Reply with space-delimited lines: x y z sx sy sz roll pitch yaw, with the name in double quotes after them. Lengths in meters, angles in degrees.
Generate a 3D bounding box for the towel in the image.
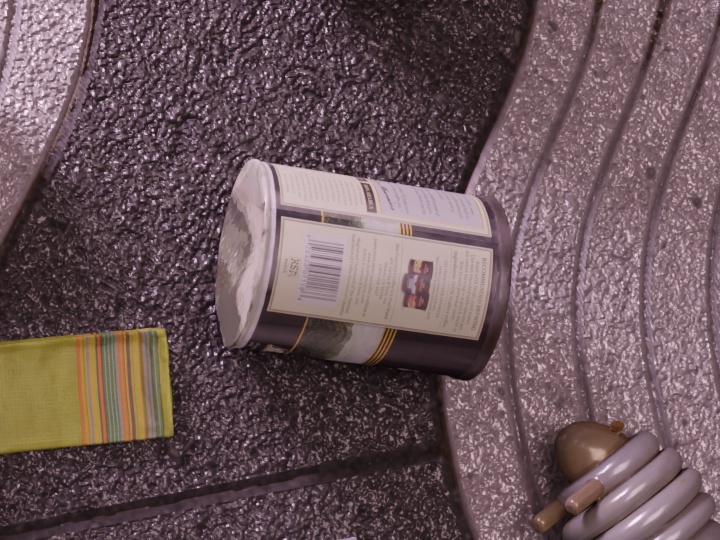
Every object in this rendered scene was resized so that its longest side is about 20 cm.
-0.240 0.094 1.448 0.198 0.018 0.087 -5 81 -19 "towel"

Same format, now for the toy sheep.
0.224 0.207 1.527 0.137 0.138 0.201 -33 88 -21 "toy sheep"

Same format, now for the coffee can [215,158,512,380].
0.000 0.000 1.479 0.198 0.146 0.148 9 77 -17 "coffee can"

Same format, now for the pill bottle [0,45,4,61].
-0.374 -0.158 1.399 0.198 0.111 0.112 25 73 -13 "pill bottle"

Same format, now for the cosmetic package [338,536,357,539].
-0.076 0.289 1.433 0.198 0.090 0.108 -21 87 -24 "cosmetic package"
